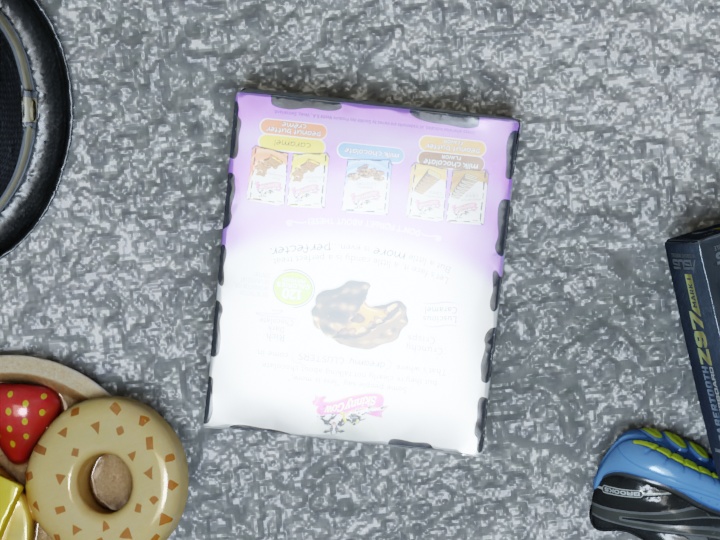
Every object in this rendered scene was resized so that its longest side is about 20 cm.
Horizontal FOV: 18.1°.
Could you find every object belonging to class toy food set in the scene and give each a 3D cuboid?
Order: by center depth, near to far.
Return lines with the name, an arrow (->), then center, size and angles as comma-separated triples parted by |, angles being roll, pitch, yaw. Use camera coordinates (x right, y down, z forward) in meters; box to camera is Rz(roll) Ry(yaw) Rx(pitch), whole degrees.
toy food set -> -0.211, 0.151, 1.351 | 0.199, 0.049, 0.199 | 23, 90, 8

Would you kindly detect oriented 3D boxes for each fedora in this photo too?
fedora -> -0.263, -0.089, 1.318 | 0.200, 0.092, 0.201 | 0, 96, 1

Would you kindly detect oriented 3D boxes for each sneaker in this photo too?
sneaker -> 0.228, 0.170, 1.364 | 0.199, 0.071, 0.083 | 29, 112, -3

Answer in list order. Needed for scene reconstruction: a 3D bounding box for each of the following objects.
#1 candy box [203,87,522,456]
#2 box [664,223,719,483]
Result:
candy box -> 0.000, 0.000, 1.338 | 0.167, 0.072, 0.201 | 7, 96, -1
box -> 0.290, 0.032, 1.323 | 0.199, 0.051, 0.158 | -17, 96, -16
